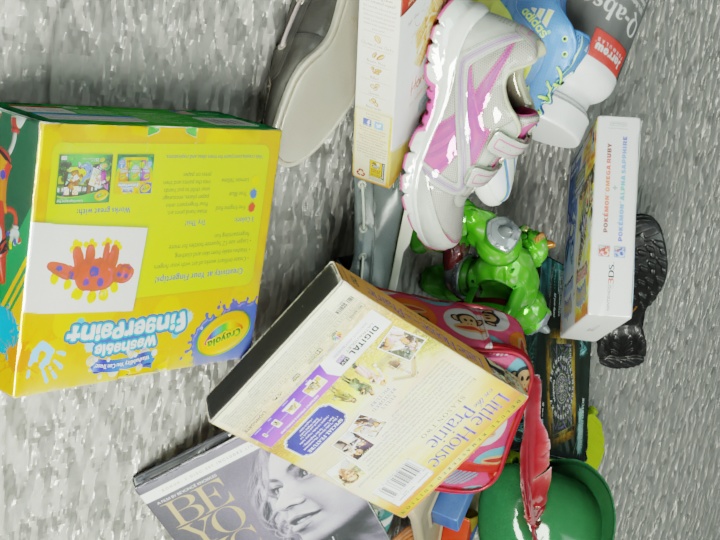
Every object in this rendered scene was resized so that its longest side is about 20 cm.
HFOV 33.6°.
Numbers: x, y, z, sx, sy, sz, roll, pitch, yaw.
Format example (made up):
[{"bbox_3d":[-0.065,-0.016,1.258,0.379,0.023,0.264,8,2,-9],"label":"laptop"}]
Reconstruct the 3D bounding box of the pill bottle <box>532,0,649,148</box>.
[{"bbox_3d":[0.192,-0.222,1.083,0.116,0.115,0.202,27,83,-52],"label":"pill bottle"}]

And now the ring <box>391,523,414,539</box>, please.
[{"bbox_3d":[0.017,0.335,1.154,0.200,0.019,0.202,-43,145,-41],"label":"ring"}]

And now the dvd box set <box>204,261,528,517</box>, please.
[{"bbox_3d":[0.008,0.093,0.873,0.199,0.030,0.146,31,111,-32],"label":"dvd box set"}]

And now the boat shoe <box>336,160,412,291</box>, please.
[{"bbox_3d":[0.000,0.000,1.005,0.061,0.073,0.202,12,107,-9],"label":"boat shoe"}]

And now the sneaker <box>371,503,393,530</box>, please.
[{"bbox_3d":[-0.001,0.207,1.083,0.201,0.070,0.093,-66,163,-13],"label":"sneaker"}]

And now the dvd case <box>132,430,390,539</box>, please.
[{"bbox_3d":[-0.071,0.195,0.951,0.148,0.016,0.201,-26,129,0],"label":"dvd case"}]

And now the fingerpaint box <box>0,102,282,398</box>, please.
[{"bbox_3d":[-0.154,-0.019,0.780,0.199,0.073,0.169,-7,110,-50],"label":"fingerpaint box"}]

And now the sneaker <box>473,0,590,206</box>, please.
[{"bbox_3d":[0.137,-0.157,0.992,0.076,0.104,0.202,10,78,-69],"label":"sneaker"}]

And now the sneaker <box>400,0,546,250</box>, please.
[{"bbox_3d":[0.089,-0.104,0.916,0.081,0.087,0.202,-45,148,-58],"label":"sneaker"}]

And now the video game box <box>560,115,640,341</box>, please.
[{"bbox_3d":[0.228,-0.033,1.150,0.200,0.046,0.184,76,16,-80],"label":"video game box"}]

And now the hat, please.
[{"bbox_3d":[0.125,0.213,1.106,0.175,0.165,0.202,34,74,-33],"label":"hat"}]

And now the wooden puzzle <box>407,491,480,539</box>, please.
[{"bbox_3d":[0.103,0.196,1.155,0.186,0.046,0.201,-62,154,-28],"label":"wooden puzzle"}]

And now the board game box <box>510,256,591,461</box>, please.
[{"bbox_3d":[0.203,0.095,1.250,0.135,0.028,0.202,22,69,-53],"label":"board game box"}]

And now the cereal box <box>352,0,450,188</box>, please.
[{"bbox_3d":[0.041,-0.182,0.907,0.201,0.039,0.144,94,23,-49],"label":"cereal box"}]

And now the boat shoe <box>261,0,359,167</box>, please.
[{"bbox_3d":[-0.029,-0.175,0.893,0.067,0.057,0.202,23,92,-48],"label":"boat shoe"}]

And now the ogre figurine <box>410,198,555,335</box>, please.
[{"bbox_3d":[0.106,-0.002,1.067,0.098,0.119,0.202,-36,131,-36],"label":"ogre figurine"}]

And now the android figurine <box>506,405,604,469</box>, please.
[{"bbox_3d":[0.219,0.236,1.368,0.182,0.041,0.201,41,73,-50],"label":"android figurine"}]

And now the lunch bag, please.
[{"bbox_3d":[0.029,0.107,0.973,0.198,0.082,0.178,9,122,-10],"label":"lunch bag"}]

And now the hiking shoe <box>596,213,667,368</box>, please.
[{"bbox_3d":[0.289,0.010,1.328,0.101,0.075,0.202,-93,-175,-52],"label":"hiking shoe"}]
